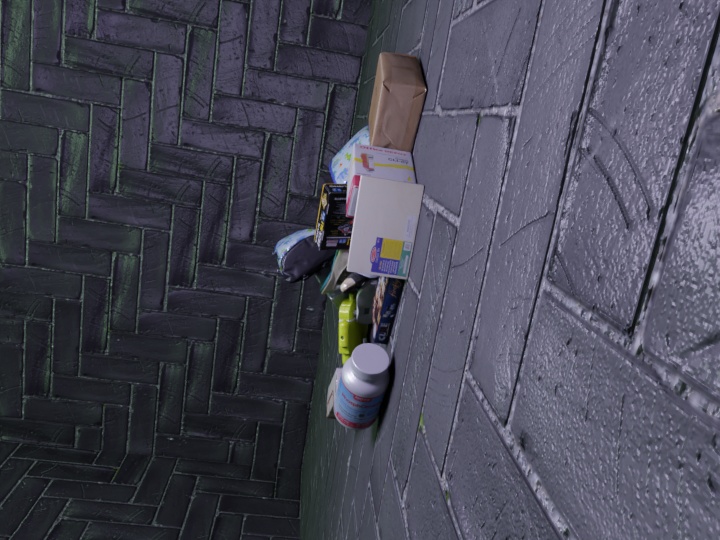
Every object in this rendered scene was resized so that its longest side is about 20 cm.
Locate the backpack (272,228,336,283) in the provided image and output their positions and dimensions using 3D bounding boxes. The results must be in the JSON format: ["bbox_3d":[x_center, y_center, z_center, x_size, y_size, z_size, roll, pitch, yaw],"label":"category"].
[{"bbox_3d":[-0.161,-0.043,1.603,0.155,0.162,0.200,55,173,4],"label":"backpack"}]

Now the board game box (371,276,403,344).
[{"bbox_3d":[0.062,0.050,1.353,0.136,0.034,0.202,-92,12,-57],"label":"board game box"}]

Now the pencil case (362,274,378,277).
[{"bbox_3d":[0.038,-0.082,1.391,0.091,0.082,0.202,-52,-20,-56],"label":"pencil case"}]

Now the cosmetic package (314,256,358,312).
[{"bbox_3d":[-0.063,0.050,1.709,0.107,0.090,0.200,55,174,17],"label":"cosmetic package"}]

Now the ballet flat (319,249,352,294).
[{"bbox_3d":[-0.054,0.009,1.529,0.201,0.069,0.070,117,161,-50],"label":"ballet flat"}]

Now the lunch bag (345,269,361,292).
[{"bbox_3d":[-0.007,-0.008,1.722,0.151,0.093,0.202,-131,21,-68],"label":"lunch bag"}]

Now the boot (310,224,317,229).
[{"bbox_3d":[-0.051,-0.156,1.704,0.199,0.066,0.165,-39,24,-2],"label":"boot"}]

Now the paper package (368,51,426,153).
[{"bbox_3d":[0.082,-0.395,1.400,0.201,0.102,0.192,-92,10,-52],"label":"paper package"}]

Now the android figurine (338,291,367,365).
[{"bbox_3d":[-0.023,0.161,1.639,0.182,0.041,0.203,-1,-86,-71],"label":"android figurine"}]

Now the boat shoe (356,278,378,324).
[{"bbox_3d":[0.019,0.068,1.547,0.202,0.069,0.072,102,167,-56],"label":"boat shoe"}]

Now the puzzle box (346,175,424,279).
[{"bbox_3d":[0.049,-0.087,1.205,0.025,0.131,0.202,-109,28,-75],"label":"puzzle box"}]

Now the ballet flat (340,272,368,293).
[{"bbox_3d":[0.000,0.000,1.486,0.066,0.057,0.200,-33,6,39],"label":"ballet flat"}]

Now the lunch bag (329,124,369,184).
[{"bbox_3d":[0.004,-0.299,1.626,0.170,0.127,0.200,-43,15,16],"label":"lunch bag"}]

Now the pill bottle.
[{"bbox_3d":[0.005,0.257,1.296,0.109,0.107,0.201,-89,9,-47],"label":"pill bottle"}]

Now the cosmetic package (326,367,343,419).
[{"bbox_3d":[-0.030,0.330,1.539,0.200,0.102,0.088,107,167,-62],"label":"cosmetic package"}]

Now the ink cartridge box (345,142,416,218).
[{"bbox_3d":[0.045,-0.195,1.303,0.201,0.143,0.084,-91,12,-51],"label":"ink cartridge box"}]

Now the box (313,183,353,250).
[{"bbox_3d":[-0.005,-0.131,1.423,0.049,0.198,0.161,-121,35,-46],"label":"box"}]
